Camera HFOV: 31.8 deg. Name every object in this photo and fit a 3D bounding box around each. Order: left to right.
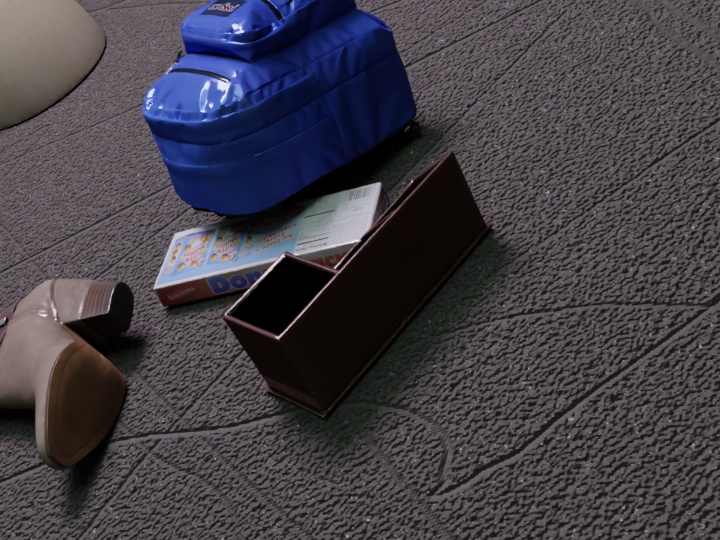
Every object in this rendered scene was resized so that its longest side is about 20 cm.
[{"bbox_3d":[-0.420,-0.283,1.482,0.198,0.144,0.202,-18,38,15],"label":"cup"},{"bbox_3d":[-0.259,0.087,1.010,0.145,0.071,0.201,-17,36,27],"label":"boot"},{"bbox_3d":[-0.085,-0.148,1.064,0.199,0.169,0.162,-38,28,-26],"label":"backpack"},{"bbox_3d":[-0.074,-0.021,1.034,0.197,0.024,0.072,-13,39,22],"label":"snack box"},{"bbox_3d":[0.000,0.000,0.914,0.071,0.077,0.200,18,57,45],"label":"desk organizer"}]
